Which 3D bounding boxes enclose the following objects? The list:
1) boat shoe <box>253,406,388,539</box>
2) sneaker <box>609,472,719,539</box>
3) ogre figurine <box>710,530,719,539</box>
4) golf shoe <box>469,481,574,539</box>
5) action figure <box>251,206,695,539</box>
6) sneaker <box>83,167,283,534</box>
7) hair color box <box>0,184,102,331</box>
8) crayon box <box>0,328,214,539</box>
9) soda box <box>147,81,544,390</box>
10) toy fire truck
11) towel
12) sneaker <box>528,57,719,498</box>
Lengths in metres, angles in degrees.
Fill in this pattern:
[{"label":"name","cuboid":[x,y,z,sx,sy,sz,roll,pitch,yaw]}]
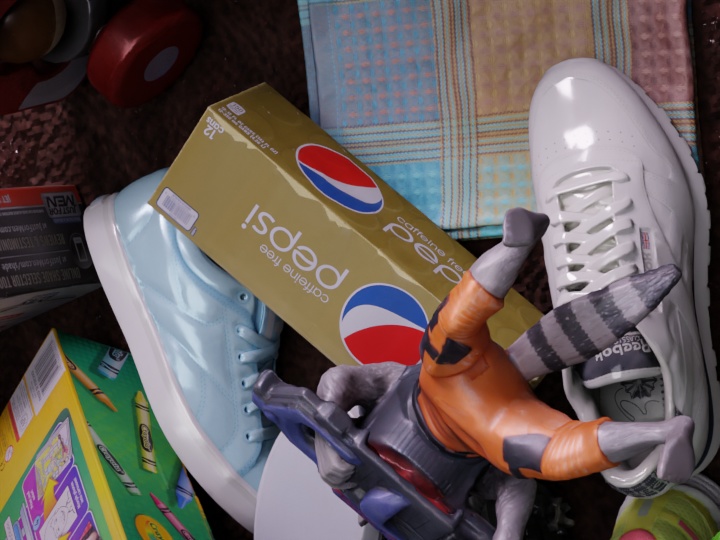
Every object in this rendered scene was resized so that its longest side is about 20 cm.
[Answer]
[{"label":"boat shoe","cuboid":[-0.014,0.154,0.832,0.068,0.056,0.201,19,109,35]},{"label":"sneaker","cuboid":[0.143,0.197,0.759,0.078,0.090,0.201,-13,89,24]},{"label":"ogre figurine","cuboid":[0.221,0.155,0.702,0.199,0.098,0.120,19,70,12]},{"label":"golf shoe","cuboid":[0.070,0.205,0.810,0.094,0.078,0.201,-13,82,35]},{"label":"action figure","cuboid":[0.065,0.079,0.704,0.200,0.105,0.193,46,141,-6]},{"label":"sneaker","cuboid":[-0.067,0.038,0.852,0.082,0.074,0.201,-28,88,17]},{"label":"hair color box","cuboid":[-0.252,0.018,0.912,0.199,0.111,0.064,-21,86,24]},{"label":"crayon box","cuboid":[-0.141,0.135,0.840,0.119,0.058,0.200,-57,34,18]},{"label":"soda box","cuboid":[0.000,0.000,0.801,0.200,0.068,0.064,41,117,6]},{"label":"toy fire truck","cuboid":[-0.148,-0.158,0.811,0.112,0.168,0.200,45,122,15]},{"label":"towel","cuboid":[0.064,-0.089,0.810,0.199,0.022,0.148,-4,93,24]},{"label":"sneaker","cuboid":[0.115,0.000,0.742,0.076,0.080,0.201,-17,83,27]}]
